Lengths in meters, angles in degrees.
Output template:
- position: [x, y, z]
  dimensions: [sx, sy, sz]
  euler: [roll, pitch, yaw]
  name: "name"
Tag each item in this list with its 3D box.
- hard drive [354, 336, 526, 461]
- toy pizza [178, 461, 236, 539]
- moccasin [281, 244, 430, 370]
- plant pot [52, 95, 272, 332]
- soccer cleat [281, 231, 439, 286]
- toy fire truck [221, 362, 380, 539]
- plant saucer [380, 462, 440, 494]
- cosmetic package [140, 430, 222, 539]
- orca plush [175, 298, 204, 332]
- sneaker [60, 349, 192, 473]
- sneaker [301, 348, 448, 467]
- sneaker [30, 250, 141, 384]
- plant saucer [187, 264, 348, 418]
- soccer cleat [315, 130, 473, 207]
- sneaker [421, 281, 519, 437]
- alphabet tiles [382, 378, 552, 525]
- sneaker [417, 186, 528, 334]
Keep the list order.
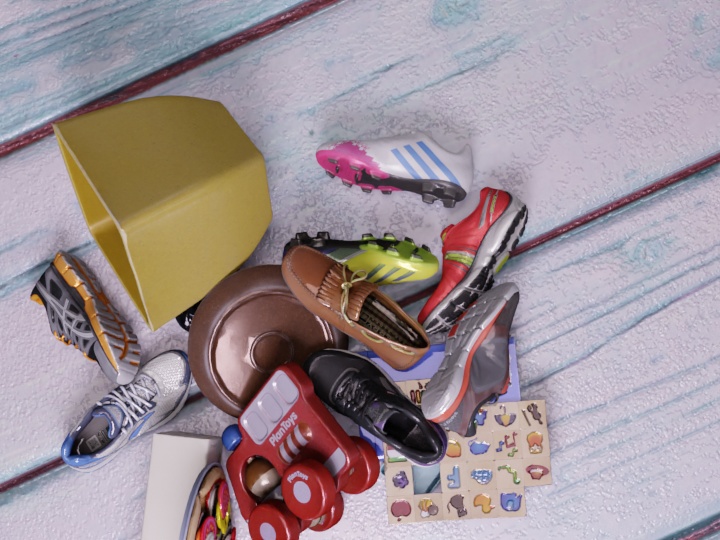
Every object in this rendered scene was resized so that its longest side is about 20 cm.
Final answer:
- position: [0.094, 0.156, 1.407]
  dimensions: [0.197, 0.025, 0.134]
  euler: [-6, 82, 4]
  name: "hard drive"
- position: [-0.172, 0.323, 1.336]
  dimensions: [0.031, 0.200, 0.203]
  euler: [5, 84, 7]
  name: "toy pizza"
- position: [-0.005, 0.039, 1.359]
  dimensions: [0.201, 0.078, 0.074]
  euler: [42, 59, -1]
  name: "moccasin"
- position: [-0.217, -0.091, 1.375]
  dimensions: [0.199, 0.197, 0.195]
  euler: [-28, 56, -17]
  name: "plant pot"
- position: [0.000, 0.000, 1.428]
  dimensions: [0.198, 0.065, 0.085]
  euler: [4, 107, 13]
  name: "soccer cleat"
- position: [-0.086, 0.226, 1.365]
  dimensions: [0.168, 0.112, 0.200]
  euler: [51, 125, 17]
  name: "toy fire truck"
- position: [0.107, 0.186, 1.424]
  dimensions: [0.070, 0.019, 0.201]
  euler: [36, 87, 8]
  name: "plant saucer"
- position: [-0.216, 0.297, 1.393]
  dimensions: [0.072, 0.104, 0.203]
  euler: [6, 85, 4]
  name: "cosmetic package"
- position: [-0.180, 0.047, 1.433]
  dimensions: [0.105, 0.071, 0.201]
  euler: [-34, 83, 0]
  name: "orca plush"
- position: [-0.285, 0.175, 1.420]
  dimensions: [0.200, 0.085, 0.077]
  euler: [-44, 83, -2]
  name: "sneaker"
- position: [0.018, 0.153, 1.350]
  dimensions: [0.199, 0.088, 0.076]
  euler: [33, 87, 8]
  name: "sneaker"
- position: [-0.339, 0.069, 1.435]
  dimensions: [0.077, 0.078, 0.201]
  euler: [-41, 61, 6]
  name: "sneaker"
- position: [-0.108, 0.094, 1.400]
  dimensions: [0.198, 0.034, 0.203]
  euler: [-3, 104, -11]
  name: "plant saucer"
- position: [0.045, -0.140, 1.448]
  dimensions: [0.198, 0.070, 0.087]
  euler: [14, 69, 3]
  name: "soccer cleat"
- position: [0.144, 0.107, 1.368]
  dimensions: [0.082, 0.077, 0.201]
  euler: [39, 68, -17]
  name: "sneaker"
- position: [0.125, 0.210, 1.381]
  dimensions: [0.197, 0.008, 0.169]
  euler: [-5, 83, 4]
  name: "alphabet tiles"
- position: [0.126, -0.013, 1.429]
  dimensions: [0.085, 0.077, 0.201]
  euler: [33, 86, 27]
  name: "sneaker"
